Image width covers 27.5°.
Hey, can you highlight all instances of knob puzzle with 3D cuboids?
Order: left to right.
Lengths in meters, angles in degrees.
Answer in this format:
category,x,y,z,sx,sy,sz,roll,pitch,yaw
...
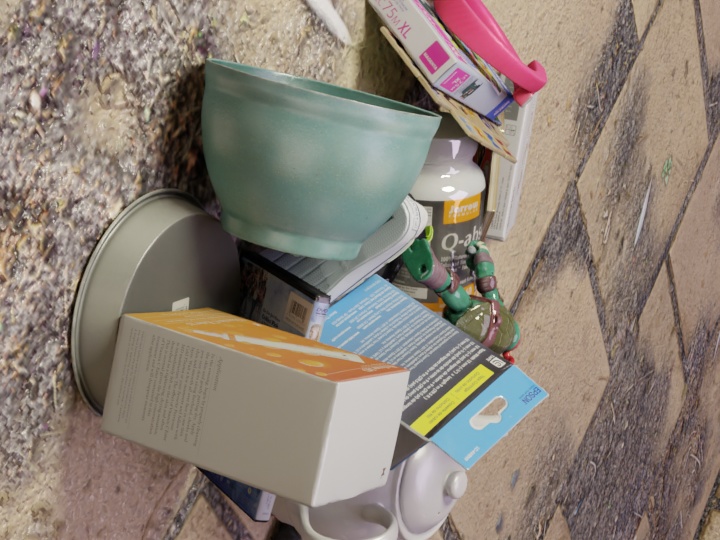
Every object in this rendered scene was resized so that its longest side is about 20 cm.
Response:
category,x,y,z,sx,sy,sz,roll,pitch,yaw
knob puzzle,0.129,-0.113,1.661,0.220,0.030,0.222,-171,-90,-87

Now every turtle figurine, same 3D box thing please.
category,x,y,z,sx,sy,sz,roll,pitch,yaw
turtle figurine,0.100,0.044,1.460,0.199,0.100,0.151,24,89,-46

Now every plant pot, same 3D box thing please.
category,x,y,z,sx,sy,sz,roll,pitch,yaw
plant pot,-0.045,-0.086,1.215,0.200,0.199,0.135,-3,110,-62

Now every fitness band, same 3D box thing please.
category,x,y,z,sx,sy,sz,roll,pitch,yaw
fitness band,0.135,-0.240,1.528,0.037,0.144,0.200,-41,-172,14

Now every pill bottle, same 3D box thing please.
category,x,y,z,sx,sy,sz,roll,pitch,yaw
pill bottle,0.071,-0.057,1.540,0.116,0.116,0.202,-33,132,-53

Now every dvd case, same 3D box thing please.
category,x,y,z,sx,sy,sz,roll,pitch,yaw
dvd case,-0.091,0.096,1.271,0.017,0.142,0.202,10,101,-34

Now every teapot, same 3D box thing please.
category,x,y,z,sx,sy,sz,roll,pitch,yaw
teapot,0.030,0.186,1.365,0.197,0.145,0.201,41,66,-53

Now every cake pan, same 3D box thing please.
category,x,y,z,sx,sy,sz,roll,pitch,yaw
cake pan,-0.162,0.034,1.222,0.200,0.036,0.202,-38,136,-50

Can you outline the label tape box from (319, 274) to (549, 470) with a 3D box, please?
category,x,y,z,sx,sy,sz,roll,pitch,yaw
label tape box,0.044,0.103,1.293,0.143,0.199,0.066,-35,152,-45

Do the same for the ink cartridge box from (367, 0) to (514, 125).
category,x,y,z,sx,sy,sz,roll,pitch,yaw
ink cartridge box,0.090,-0.219,1.498,0.042,0.120,0.200,-40,159,14

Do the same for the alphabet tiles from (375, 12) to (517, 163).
category,x,y,z,sx,sy,sz,roll,pitch,yaw
alphabet tiles,0.088,-0.183,1.486,0.006,0.167,0.200,-41,157,15

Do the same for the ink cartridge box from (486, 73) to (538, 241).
category,x,y,z,sx,sy,sz,roll,pitch,yaw
ink cartridge box,0.179,-0.146,1.789,0.174,0.043,0.202,-43,143,-78

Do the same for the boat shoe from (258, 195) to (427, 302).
category,x,y,z,sx,sy,sz,roll,pitch,yaw
boat shoe,-0.024,-0.003,1.322,0.067,0.199,0.074,8,59,-65

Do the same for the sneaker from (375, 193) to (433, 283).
category,x,y,z,sx,sy,sz,roll,pitch,yaw
sneaker,0.000,0.000,1.421,0.200,0.072,0.083,-38,108,-27

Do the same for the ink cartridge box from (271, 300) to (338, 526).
category,x,y,z,sx,sy,sz,roll,pitch,yaw
ink cartridge box,-0.036,0.148,1.470,0.201,0.085,0.148,-65,149,-21

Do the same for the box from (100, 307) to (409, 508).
category,x,y,z,sx,sy,sz,roll,pitch,yaw
box,-0.082,0.102,1.149,0.124,0.199,0.098,-2,105,-63

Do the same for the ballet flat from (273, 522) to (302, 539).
category,x,y,z,sx,sy,sz,roll,pitch,yaw
ballet flat,-0.074,0.323,1.516,0.201,0.056,0.067,-65,153,-19
